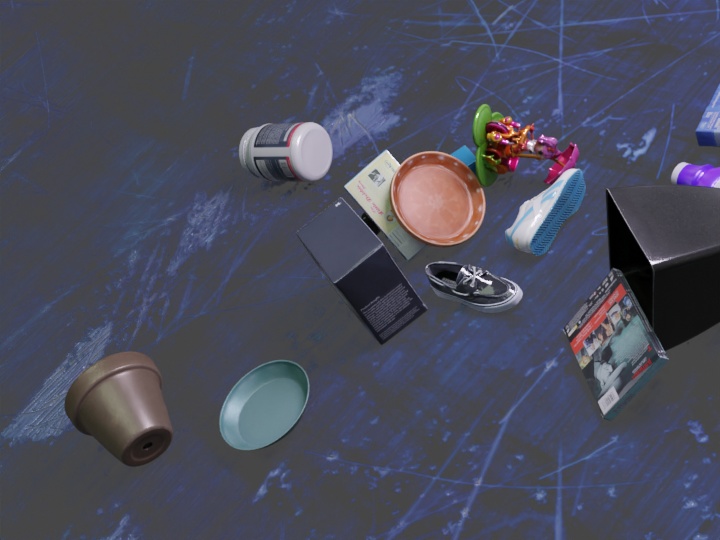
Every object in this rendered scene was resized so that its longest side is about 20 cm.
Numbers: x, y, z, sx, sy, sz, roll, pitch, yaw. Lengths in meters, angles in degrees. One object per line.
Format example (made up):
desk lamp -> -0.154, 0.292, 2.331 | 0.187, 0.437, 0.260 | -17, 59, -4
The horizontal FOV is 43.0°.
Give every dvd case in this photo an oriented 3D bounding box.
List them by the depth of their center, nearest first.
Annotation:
dvd case -> 0.396, 0.114, 1.441 | 0.146, 0.022, 0.200 | -58, 27, 32

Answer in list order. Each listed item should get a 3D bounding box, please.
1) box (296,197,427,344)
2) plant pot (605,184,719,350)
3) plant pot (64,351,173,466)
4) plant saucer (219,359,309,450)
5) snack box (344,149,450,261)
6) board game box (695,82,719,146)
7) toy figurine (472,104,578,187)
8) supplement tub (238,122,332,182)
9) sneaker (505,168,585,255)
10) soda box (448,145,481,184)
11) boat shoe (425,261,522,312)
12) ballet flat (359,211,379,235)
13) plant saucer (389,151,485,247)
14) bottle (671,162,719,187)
box -> 0.000, 0.000, 1.755 | 0.123, 0.199, 0.200 | -37, 39, -2
plant pot -> 0.505, -0.019, 1.431 | 0.177, 0.200, 0.200 | -15, 42, 3
plant pot -> -0.465, 0.292, 1.829 | 0.200, 0.200, 0.175 | -40, 57, -5
plant saucer -> -0.177, 0.263, 1.750 | 0.199, 0.036, 0.201 | -20, 42, 19
snack box -> 0.074, -0.131, 1.851 | 0.116, 0.200, 0.037 | -40, -4, -2
board game box -> 0.737, -0.302, 1.648 | 0.198, 0.043, 0.200 | 11, 58, 40
toy figurine -> 0.331, -0.238, 1.783 | 0.183, 0.200, 0.151 | 13, 67, 28
supplement tub -> -0.180, -0.285, 2.206 | 0.199, 0.140, 0.141 | 6, 55, 38
sneaker -> 0.350, -0.119, 1.721 | 0.081, 0.077, 0.200 | 20, 62, 47
soda box -> 0.160, -0.171, 1.912 | 0.200, 0.064, 0.068 | -34, 40, 3
boat shoe -> 0.204, 0.022, 1.689 | 0.200, 0.068, 0.072 | 17, 62, 44
ballet flat -> 0.017, -0.088, 1.959 | 0.066, 0.057, 0.200 | 34, 78, 20
plant saucer -> 0.151, -0.140, 1.819 | 0.201, 0.200, 0.032 | -57, 4, -24
bottle -> 0.620, -0.132, 1.548 | 0.084, 0.065, 0.200 | -44, 40, -11
